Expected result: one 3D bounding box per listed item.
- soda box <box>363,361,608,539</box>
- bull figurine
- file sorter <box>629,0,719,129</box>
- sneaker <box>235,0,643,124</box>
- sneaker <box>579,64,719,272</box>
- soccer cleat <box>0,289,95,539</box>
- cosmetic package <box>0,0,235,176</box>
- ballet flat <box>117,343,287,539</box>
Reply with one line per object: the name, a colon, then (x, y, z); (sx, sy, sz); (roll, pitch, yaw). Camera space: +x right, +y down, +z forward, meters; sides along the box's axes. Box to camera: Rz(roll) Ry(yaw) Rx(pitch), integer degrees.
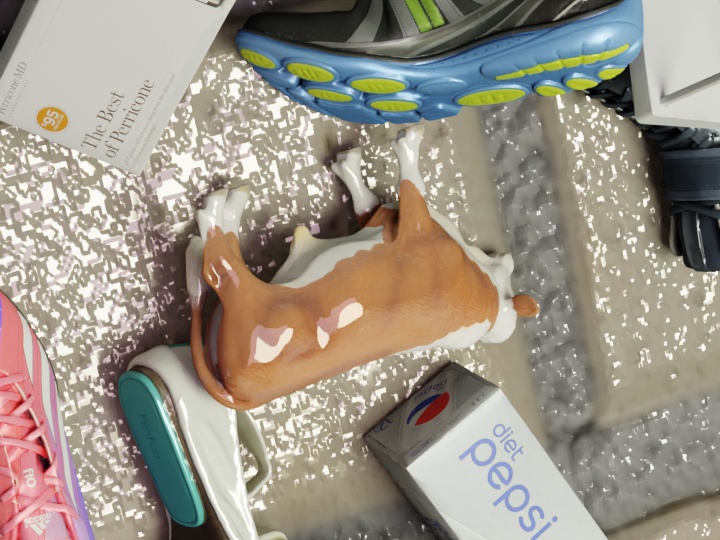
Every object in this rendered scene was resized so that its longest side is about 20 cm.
soda box: (0.090, 0.148, 1.091); (0.068, 0.063, 0.200); (-39, 112, -10)
bull figurine: (0.000, 0.000, 1.017); (0.200, 0.065, 0.121); (-20, 92, -32)
file sorter: (0.243, -0.150, 1.001); (0.200, 0.125, 0.139); (2, 76, -31)
sneaker: (0.038, -0.123, 0.991); (0.199, 0.071, 0.083); (-7, 69, 13)
sneaker: (0.158, -0.071, 1.068); (0.202, 0.077, 0.146); (-1, 98, -23)
soccer cleat: (-0.165, 0.097, 0.972); (0.068, 0.073, 0.200); (-19, 107, -18)
cosmetic package: (-0.095, -0.141, 0.909); (0.083, 0.051, 0.200); (22, 124, -15)
ballet flat: (-0.067, 0.128, 1.029); (0.069, 0.069, 0.200); (-18, 106, -18)
